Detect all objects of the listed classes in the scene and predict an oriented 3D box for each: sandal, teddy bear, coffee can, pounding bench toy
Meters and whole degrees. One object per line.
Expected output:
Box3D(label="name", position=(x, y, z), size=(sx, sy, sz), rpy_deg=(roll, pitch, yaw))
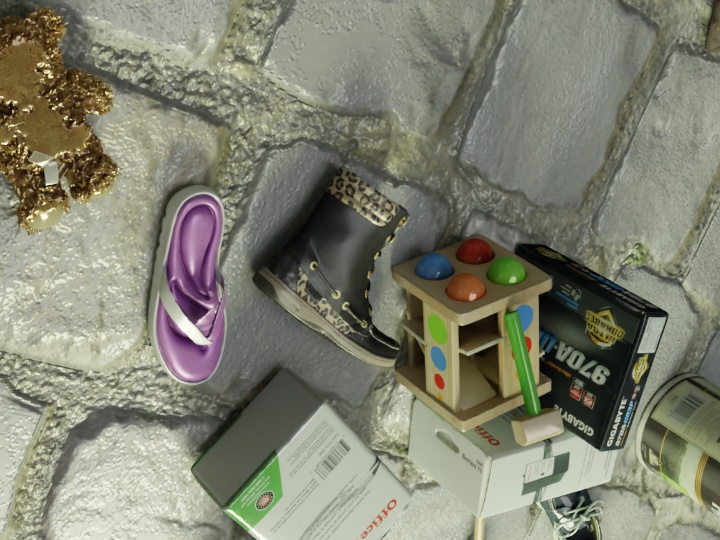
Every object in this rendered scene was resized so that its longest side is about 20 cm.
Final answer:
Box3D(label="sandal", position=(-0.155, 0.023, 1.271), size=(0.082, 0.050, 0.205), rpy_deg=(-16, 120, -30))
Box3D(label="teddy bear", position=(-0.266, -0.121, 1.119), size=(0.145, 0.067, 0.200), rpy_deg=(-40, 137, -3))
Box3D(label="coffee can", position=(0.474, 0.240, 1.752), size=(0.145, 0.200, 0.148), rpy_deg=(-16, 121, -29))
Box3D(label="pounding bench toy", position=(0.138, 0.070, 1.416), size=(0.123, 0.200, 0.158), rpy_deg=(-20, 123, -28))

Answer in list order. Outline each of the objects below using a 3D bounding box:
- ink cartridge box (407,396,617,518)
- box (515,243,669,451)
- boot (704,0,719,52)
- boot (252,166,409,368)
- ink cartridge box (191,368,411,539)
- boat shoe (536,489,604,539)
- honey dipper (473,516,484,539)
Box3D(label="ink cartridge box", position=(0.172, 0.190, 1.537), size=(0.198, 0.146, 0.084), rpy_deg=(-8, 118, -33))
Box3D(label="box", position=(0.229, 0.080, 1.490), size=(0.046, 0.199, 0.161), rpy_deg=(2, 111, -40))
Box3D(label="boot", position=(0.507, -0.311, 1.564), size=(0.198, 0.065, 0.187), rpy_deg=(2, 140, -35))
Box3D(label="boot", position=(0.000, 0.000, 1.367), size=(0.199, 0.073, 0.151), rpy_deg=(34, 89, -36))
Box3D(label="ink cartridge box", position=(-0.057, 0.222, 1.410), size=(0.147, 0.083, 0.200), rpy_deg=(-46, 131, -9))
Box3D(label="boat shoe", position=(0.269, 0.311, 1.724), size=(0.074, 0.062, 0.202), rpy_deg=(-29, 126, -20))
Box3D(label="honey dipper", position=(0.144, 0.301, 1.643), size=(0.038, 0.038, 0.203), rpy_deg=(-14, 118, -31))
